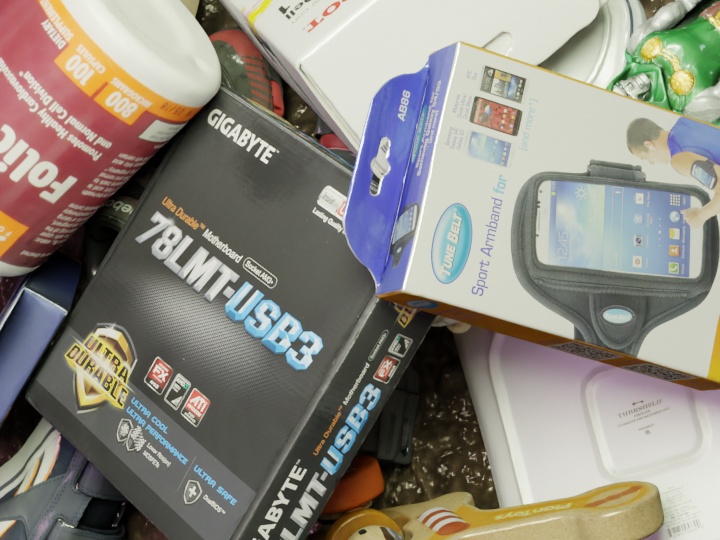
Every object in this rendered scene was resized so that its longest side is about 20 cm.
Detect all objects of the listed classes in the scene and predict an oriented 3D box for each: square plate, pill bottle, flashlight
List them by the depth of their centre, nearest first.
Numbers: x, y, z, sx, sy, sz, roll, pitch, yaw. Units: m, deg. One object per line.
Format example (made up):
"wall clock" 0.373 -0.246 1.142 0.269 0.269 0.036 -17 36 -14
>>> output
"square plate" 0.150 0.075 1.141 0.200 0.028 0.198 -20 72 22
"pill bottle" -0.178 -0.070 1.164 0.200 0.114 0.114 -43 66 18
"flashlight" 0.000 0.000 1.206 0.068 0.068 0.200 4 82 27

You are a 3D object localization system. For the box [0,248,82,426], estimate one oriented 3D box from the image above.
"box" -0.199 0.055 1.233 0.032 0.200 0.121 30 96 -7

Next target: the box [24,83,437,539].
"box" -0.061 0.028 1.122 0.200 0.050 0.199 37 99 46

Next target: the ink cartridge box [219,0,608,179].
"ink cartridge box" 0.015 -0.149 1.146 0.145 0.084 0.200 -39 29 0

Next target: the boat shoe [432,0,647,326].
"boat shoe" 0.074 -0.062 1.118 0.074 0.067 0.200 30 91 32

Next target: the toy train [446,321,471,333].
"toy train" 0.122 -0.039 1.157 0.200 0.056 0.150 -3 74 28

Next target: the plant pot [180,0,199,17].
"plant pot" -0.207 -0.164 1.267 0.200 0.134 0.200 -19 58 33

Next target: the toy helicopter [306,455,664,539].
"toy helicopter" 0.049 0.135 1.103 0.200 0.132 0.079 -12 98 15

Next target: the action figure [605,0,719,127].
"action figure" 0.199 -0.127 1.097 0.200 0.055 0.118 -35 59 -9

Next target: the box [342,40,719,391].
"box" 0.094 -0.026 1.032 0.041 0.200 0.119 -11 65 67

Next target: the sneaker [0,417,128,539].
"sneaker" -0.159 0.128 1.258 0.200 0.078 0.079 -42 63 22

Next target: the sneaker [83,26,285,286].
"sneaker" -0.101 -0.045 1.248 0.071 0.098 0.201 17 88 29
